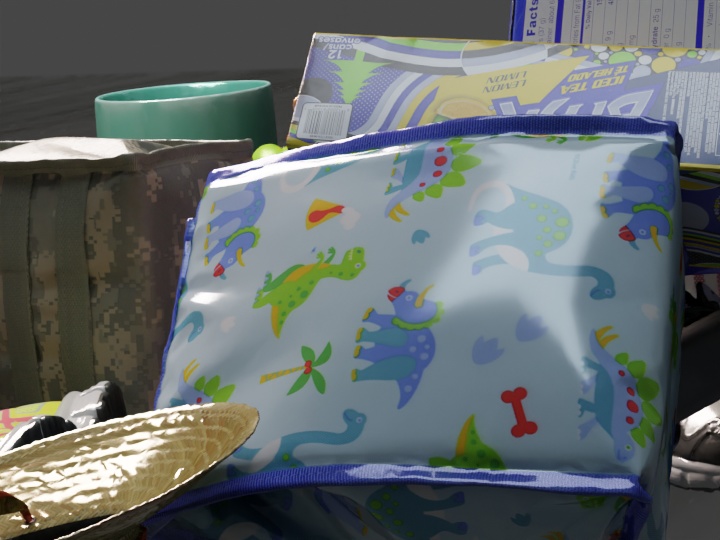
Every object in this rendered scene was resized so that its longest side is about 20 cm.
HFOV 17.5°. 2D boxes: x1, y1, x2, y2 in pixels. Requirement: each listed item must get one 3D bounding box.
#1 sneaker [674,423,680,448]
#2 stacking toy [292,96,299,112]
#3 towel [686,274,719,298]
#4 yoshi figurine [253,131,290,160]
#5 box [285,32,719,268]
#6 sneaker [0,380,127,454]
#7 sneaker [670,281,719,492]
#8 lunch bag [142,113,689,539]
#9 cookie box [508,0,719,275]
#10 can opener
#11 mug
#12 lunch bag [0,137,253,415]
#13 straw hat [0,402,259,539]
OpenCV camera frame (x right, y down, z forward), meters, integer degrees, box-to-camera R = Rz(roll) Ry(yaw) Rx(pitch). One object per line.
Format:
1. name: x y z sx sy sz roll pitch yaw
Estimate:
1. sneaker: 0.080 0.056 1.100 0.089 0.079 0.200 -15 13 -35
2. stacking toy: 0.000 0.000 1.039 0.116 0.200 0.110 -4 -17 -16
3. towel: 0.159 -0.003 1.212 0.200 0.147 0.030 1 24 31
4. yoshi figurine: -0.021 -0.025 1.663 0.112 0.112 0.200 -46 36 -6
5. box: 0.075 -0.049 0.966 0.200 0.070 0.064 4 54 13
6. sneaker: -0.152 0.100 0.994 0.090 0.078 0.200 -12 3 7
7. sneaker: 0.157 0.050 1.095 0.074 0.080 0.200 -6 11 -20
8. lunch bag: 0.021 0.037 0.898 0.200 0.128 0.170 2 54 10
9. cookie box: 0.184 -0.066 1.055 0.200 0.075 0.171 -3 -25 23
10. can opener: 0.191 0.035 1.003 0.200 0.067 0.053 -26 -4 -28
11. mug: -0.137 -0.099 2.003 0.152 0.115 0.185 1 10 32
12. lunch bag: -0.156 0.014 1.193 0.200 0.164 0.118 1 8 34
13. straw hat: -0.117 0.119 0.801 0.201 0.085 0.201 -17 7 2
